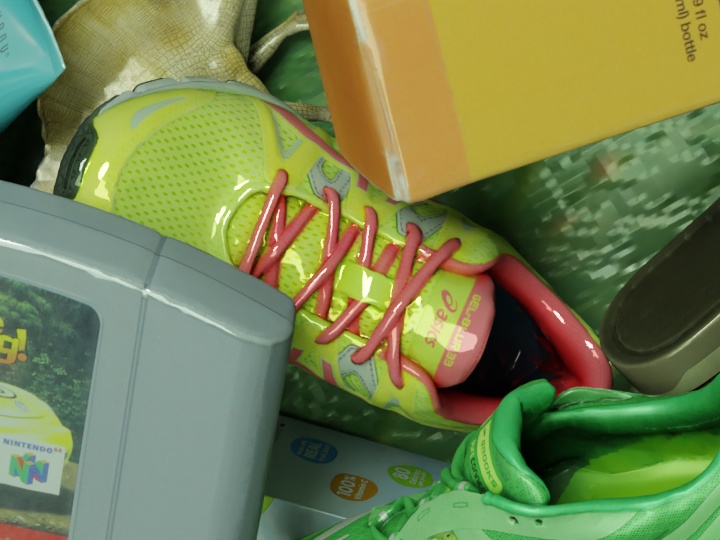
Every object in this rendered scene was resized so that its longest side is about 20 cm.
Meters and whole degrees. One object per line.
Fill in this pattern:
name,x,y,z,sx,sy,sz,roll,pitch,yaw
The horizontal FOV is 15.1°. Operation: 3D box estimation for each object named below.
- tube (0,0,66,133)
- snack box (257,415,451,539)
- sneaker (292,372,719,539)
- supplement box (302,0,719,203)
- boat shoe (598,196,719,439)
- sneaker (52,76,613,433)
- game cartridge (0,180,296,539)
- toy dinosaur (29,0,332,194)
tube,-0.145,-0.046,0.845,0.200,0.050,0.078,-42,69,47
snack box,0.000,0.148,0.927,0.200,0.068,0.169,15,112,6
sneaker,0.043,0.071,0.809,0.200,0.074,0.084,-20,126,16
supplement box,0.087,-0.084,0.783,0.200,0.069,0.067,-17,108,-10
boat shoe,0.169,-0.017,0.828,0.200,0.072,0.068,-37,118,13
sneaker,0.000,0.000,0.814,0.200,0.090,0.078,21,91,-36
game cartridge,-0.123,0.035,0.778,0.200,0.041,0.133,11,116,1
toy dinosaur,-0.068,-0.038,0.851,0.101,0.058,0.200,41,81,-33
